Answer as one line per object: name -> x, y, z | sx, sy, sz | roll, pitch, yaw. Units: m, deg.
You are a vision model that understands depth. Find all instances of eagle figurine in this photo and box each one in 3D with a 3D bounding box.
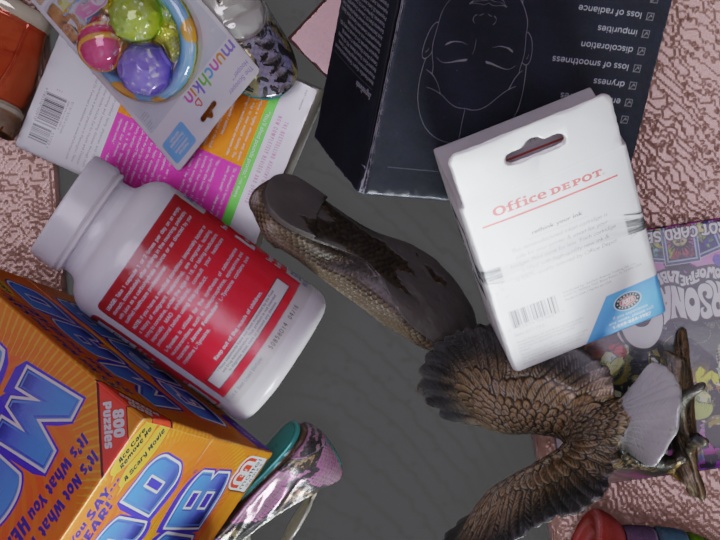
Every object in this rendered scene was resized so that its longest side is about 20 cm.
eagle figurine -> 0.140, 0.122, 1.358 | 0.198, 0.152, 0.152 | -3, 113, 2

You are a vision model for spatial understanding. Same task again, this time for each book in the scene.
book -> -0.143, -0.114, 1.451 | 0.199, 0.048, 0.134 | 25, 96, 5

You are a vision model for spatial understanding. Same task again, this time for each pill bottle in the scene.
pill bottle -> -0.134, 0.009, 1.404 | 0.199, 0.112, 0.113 | 35, 94, -6

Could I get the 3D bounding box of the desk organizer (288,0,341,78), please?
desk organizer -> 0.044, -0.210, 1.419 | 0.077, 0.072, 0.200 | 44, 94, 5

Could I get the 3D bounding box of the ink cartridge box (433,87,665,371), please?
ink cartridge box -> 0.122, -0.040, 1.280 | 0.115, 0.068, 0.201 | -21, 132, -1

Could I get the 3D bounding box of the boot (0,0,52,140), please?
boot -> -0.330, -0.184, 1.457 | 0.199, 0.075, 0.108 | 23, 85, 0

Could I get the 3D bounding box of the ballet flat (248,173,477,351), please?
ballet flat -> 0.000, 0.000, 1.427 | 0.199, 0.046, 0.068 | 33, 50, -15

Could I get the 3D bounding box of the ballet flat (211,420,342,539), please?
ballet flat -> -0.094, 0.196, 1.448 | 0.200, 0.069, 0.071 | -40, 107, 4

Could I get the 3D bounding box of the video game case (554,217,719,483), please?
video game case -> 0.232, 0.057, 1.425 | 0.198, 0.036, 0.183 | -8, 92, 5

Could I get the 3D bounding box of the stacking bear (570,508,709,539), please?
stacking bear -> 0.246, 0.250, 1.395 | 0.198, 0.122, 0.115 | 16, 69, -5

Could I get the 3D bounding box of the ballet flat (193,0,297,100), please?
ballet flat -> -0.118, -0.207, 1.406 | 0.072, 0.072, 0.200 | -44, 71, 5

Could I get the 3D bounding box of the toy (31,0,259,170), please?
toy -> -0.176, -0.176, 1.391 | 0.200, 0.047, 0.115 | 51, 127, 9

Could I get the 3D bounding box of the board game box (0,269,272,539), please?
board game box -> -0.225, 0.140, 1.357 | 0.200, 0.200, 0.200 | 36, 94, 25

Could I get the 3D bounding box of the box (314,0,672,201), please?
box -> 0.092, -0.155, 1.331 | 0.198, 0.124, 0.198 | 4, 110, -20
